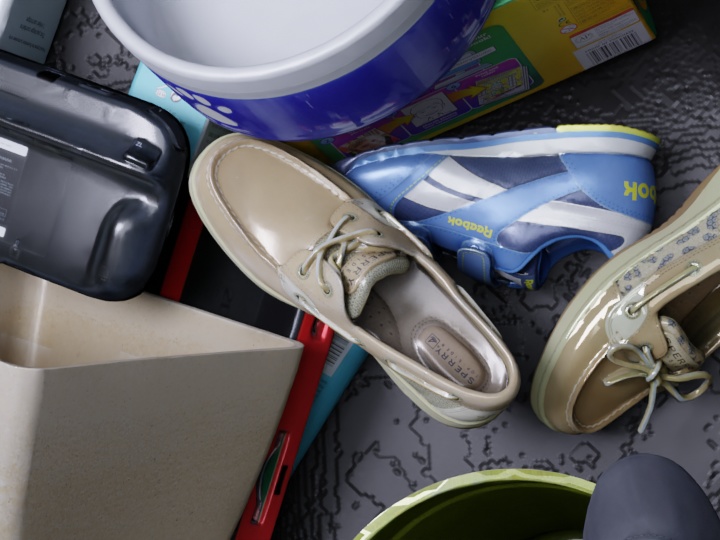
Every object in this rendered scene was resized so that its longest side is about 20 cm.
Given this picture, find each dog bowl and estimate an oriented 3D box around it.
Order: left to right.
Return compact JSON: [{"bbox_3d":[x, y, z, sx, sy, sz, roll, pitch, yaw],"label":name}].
[{"bbox_3d":[-0.031,-0.167,1.237,0.200,0.079,0.201,-8,66,19],"label":"dog bowl"}]

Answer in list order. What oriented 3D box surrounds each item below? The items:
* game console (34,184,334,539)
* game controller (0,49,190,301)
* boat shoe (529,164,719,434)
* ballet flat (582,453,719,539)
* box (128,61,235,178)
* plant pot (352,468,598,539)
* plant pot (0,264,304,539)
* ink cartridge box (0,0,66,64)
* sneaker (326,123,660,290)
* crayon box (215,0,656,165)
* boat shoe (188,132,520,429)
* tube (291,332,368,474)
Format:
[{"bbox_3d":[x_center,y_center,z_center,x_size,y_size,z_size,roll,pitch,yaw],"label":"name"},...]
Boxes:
[{"bbox_3d":[-0.101,0.057,1.358,0.177,0.031,0.200,19,92,37],"label":"game console"},{"bbox_3d":[-0.183,-0.057,1.314,0.200,0.042,0.105,21,108,20],"label":"game controller"},{"bbox_3d":[0.168,0.014,1.287,0.200,0.073,0.063,-48,51,8],"label":"boat shoe"},{"bbox_3d":[0.129,0.176,1.057,0.073,0.073,0.200,-7,86,13],"label":"ballet flat"},{"bbox_3d":[-0.066,-0.147,1.357,0.049,0.082,0.200,21,92,15],"label":"box"},{"bbox_3d":[0.091,0.191,1.200,0.200,0.193,0.201,-1,87,14],"label":"plant pot"},{"bbox_3d":[-0.176,0.103,1.276,0.200,0.200,0.177,17,102,37],"label":"plant pot"},{"bbox_3d":[-0.261,-0.105,1.401,0.146,0.083,0.200,21,92,14],"label":"ink cartridge box"},{"bbox_3d":[0.058,-0.028,1.326,0.200,0.074,0.082,-5,88,14],"label":"sneaker"},{"bbox_3d":[0.041,-0.122,1.306,0.200,0.119,0.058,-23,69,11],"label":"crayon box"},{"bbox_3d":[0.000,0.000,1.266,0.200,0.065,0.072,42,78,2],"label":"boat shoe"},{"bbox_3d":[-0.054,0.081,1.361,0.077,0.050,0.200,40,100,25],"label":"tube"}]
